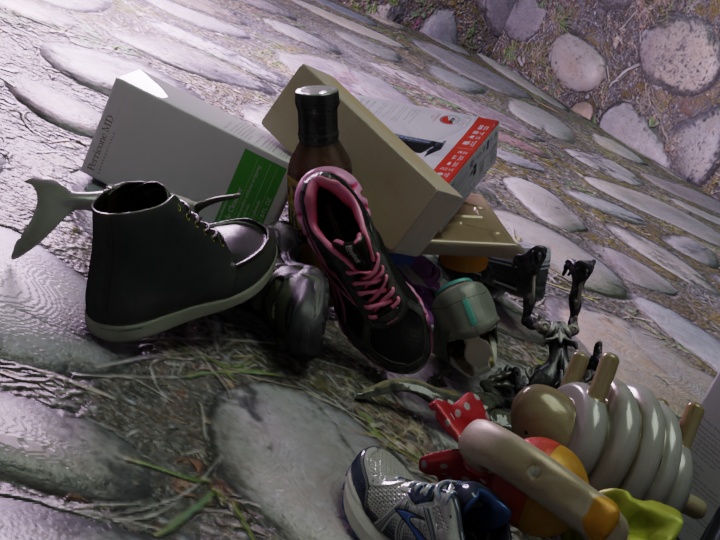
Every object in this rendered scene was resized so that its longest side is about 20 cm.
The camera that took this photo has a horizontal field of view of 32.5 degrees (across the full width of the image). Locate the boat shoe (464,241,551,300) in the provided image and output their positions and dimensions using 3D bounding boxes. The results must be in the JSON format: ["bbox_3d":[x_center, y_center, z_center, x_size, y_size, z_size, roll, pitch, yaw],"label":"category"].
[{"bbox_3d":[0.152,-0.002,1.457,0.071,0.072,0.199,3,5,-24],"label":"boat shoe"}]

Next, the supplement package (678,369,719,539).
[{"bbox_3d":[0.381,0.166,1.067,0.149,0.202,0.152,8,24,-43],"label":"supplement package"}]

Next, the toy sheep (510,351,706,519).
[{"bbox_3d":[0.203,0.149,0.984,0.198,0.139,0.138,28,16,-14],"label":"toy sheep"}]

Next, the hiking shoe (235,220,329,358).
[{"bbox_3d":[-0.090,0.018,1.071,0.099,0.077,0.200,0,24,-19],"label":"hiking shoe"}]

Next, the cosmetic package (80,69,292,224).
[{"bbox_3d":[-0.165,-0.109,1.240,0.198,0.109,0.085,24,16,-1],"label":"cosmetic package"}]

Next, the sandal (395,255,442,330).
[{"bbox_3d":[0.056,0.007,1.317,0.082,0.050,0.203,24,18,-5],"label":"sandal"}]

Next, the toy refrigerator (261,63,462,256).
[{"bbox_3d":[0.001,-0.108,1.209,0.200,0.076,0.070,44,16,23],"label":"toy refrigerator"}]

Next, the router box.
[{"bbox_3d":[0.038,-0.120,1.337,0.177,0.050,0.200,13,32,18],"label":"router box"}]

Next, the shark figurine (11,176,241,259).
[{"bbox_3d":[-0.184,-0.029,1.046,0.126,0.091,0.214,-4,-5,26],"label":"shark figurine"}]

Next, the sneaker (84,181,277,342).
[{"bbox_3d":[-0.130,-0.026,0.961,0.074,0.108,0.199,21,30,27],"label":"sneaker"}]

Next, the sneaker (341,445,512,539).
[{"bbox_3d":[0.059,0.167,0.799,0.076,0.086,0.200,12,21,-37],"label":"sneaker"}]

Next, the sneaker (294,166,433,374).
[{"bbox_3d":[0.000,0.000,1.063,0.202,0.078,0.095,61,-3,3],"label":"sneaker"}]

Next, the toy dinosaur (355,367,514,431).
[{"bbox_3d":[0.094,0.116,1.069,0.197,0.048,0.088,21,24,-5],"label":"toy dinosaur"}]

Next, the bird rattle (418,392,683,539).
[{"bbox_3d":[0.124,0.143,0.843,0.200,0.113,0.163,42,-9,22],"label":"bird rattle"}]

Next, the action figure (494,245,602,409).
[{"bbox_3d":[0.185,0.085,1.165,0.117,0.203,0.102,3,-23,6],"label":"action figure"}]

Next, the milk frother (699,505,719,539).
[{"bbox_3d":[0.340,0.219,0.862,0.187,0.202,0.180,30,21,14],"label":"milk frother"}]

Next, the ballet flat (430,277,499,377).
[{"bbox_3d":[0.099,0.067,1.137,0.200,0.067,0.064,68,-2,-70],"label":"ballet flat"}]

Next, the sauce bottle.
[{"bbox_3d":[-0.037,-0.069,1.149,0.064,0.203,0.065,-2,19,1],"label":"sauce bottle"}]

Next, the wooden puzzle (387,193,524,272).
[{"bbox_3d":[0.063,-0.042,1.323,0.182,0.047,0.200,3,19,-12],"label":"wooden puzzle"}]
